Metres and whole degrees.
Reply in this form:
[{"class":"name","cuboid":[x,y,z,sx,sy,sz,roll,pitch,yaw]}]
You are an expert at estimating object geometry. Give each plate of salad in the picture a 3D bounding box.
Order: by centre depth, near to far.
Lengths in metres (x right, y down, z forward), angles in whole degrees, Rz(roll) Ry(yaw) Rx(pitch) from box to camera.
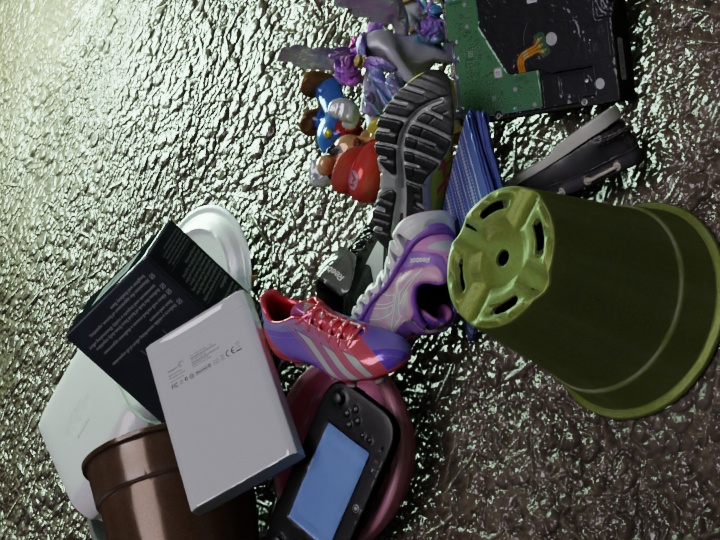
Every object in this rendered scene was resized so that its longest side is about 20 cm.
[{"class":"plate of salad","cuboid":[-0.187,0.020,1.816,0.199,0.048,0.202,-8,79,49]}]

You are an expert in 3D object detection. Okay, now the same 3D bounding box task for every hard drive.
[{"class":"hard drive","cuboid":[0.172,-0.222,1.445,0.199,0.038,0.141,-6,93,41]},{"class":"hard drive","cuboid":[-0.143,0.136,1.532,0.131,0.027,0.201,-30,57,14]}]

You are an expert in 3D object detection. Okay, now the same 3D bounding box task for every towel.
[{"class":"towel","cuboid":[0.112,-0.043,1.427,0.201,0.024,0.146,100,162,-57]}]

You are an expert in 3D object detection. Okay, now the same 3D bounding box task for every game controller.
[{"class":"game controller","cuboid":[-0.027,0.214,1.467,0.104,0.042,0.201,36,109,46]}]

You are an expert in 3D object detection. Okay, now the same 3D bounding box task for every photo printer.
[{"class":"photo printer","cuboid":[-0.317,0.197,1.820,0.167,0.069,0.200,-57,40,17]}]

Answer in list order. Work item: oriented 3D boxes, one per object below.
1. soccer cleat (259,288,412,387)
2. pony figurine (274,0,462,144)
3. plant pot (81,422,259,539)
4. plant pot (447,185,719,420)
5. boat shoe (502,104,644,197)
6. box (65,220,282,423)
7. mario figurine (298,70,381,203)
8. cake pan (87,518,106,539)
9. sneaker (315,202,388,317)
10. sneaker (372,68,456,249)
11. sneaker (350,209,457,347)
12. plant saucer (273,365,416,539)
[{"class":"soccer cleat","cuboid":[-0.031,0.064,1.473,0.067,0.077,0.199,-38,28,-30]},{"class":"pony figurine","cuboid":[0.026,-0.234,1.557,0.167,0.192,0.201,-56,40,44]},{"class":"plant pot","cuboid":[-0.194,0.292,1.612,0.200,0.199,0.200,-33,59,38]},{"class":"plant pot","cuboid":[0.180,0.011,1.270,0.199,0.189,0.202,-24,57,43]},{"class":"boat shoe","cuboid":[0.189,-0.084,1.399,0.200,0.074,0.061,-37,87,44]},{"class":"box","cuboid":[-0.202,0.073,1.665,0.148,0.200,0.107,-41,13,23]},{"class":"mario figurine","cuboid":[-0.033,-0.144,1.644,0.106,0.123,0.200,-39,40,6]},{"class":"cake pan","cuboid":[-0.272,0.262,1.826,0.200,0.037,0.202,-23,58,44]},{"class":"sneaker","cuboid":[0.000,0.000,1.566,0.066,0.090,0.202,17,88,50]},{"class":"sneaker","cuboid":[0.061,-0.120,1.500,0.078,0.090,0.201,24,126,15]},{"class":"sneaker","cuboid":[0.053,0.038,1.469,0.089,0.080,0.201,58,141,34]},{"class":"plant saucer","cuboid":[-0.011,0.189,1.524,0.200,0.051,0.202,-14,71,45]}]
